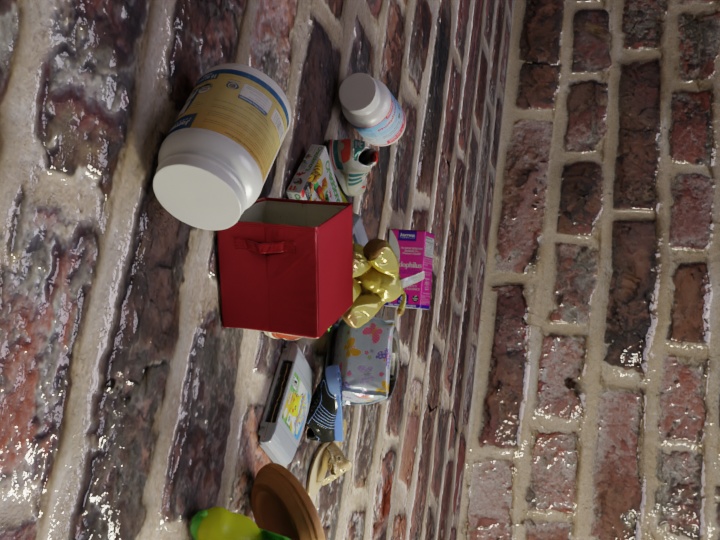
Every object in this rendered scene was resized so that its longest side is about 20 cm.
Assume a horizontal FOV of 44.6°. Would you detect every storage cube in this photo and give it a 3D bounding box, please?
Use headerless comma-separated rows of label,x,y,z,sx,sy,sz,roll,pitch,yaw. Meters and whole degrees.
storage cube,-0.117,-0.009,1.414,0.200,0.170,0.181,-44,136,-65

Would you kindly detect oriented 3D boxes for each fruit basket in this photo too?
fruit basket,-0.179,0.453,1.354,0.216,0.215,0.156,46,53,-67

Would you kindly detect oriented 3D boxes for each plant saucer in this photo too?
plant saucer,-0.129,0.425,1.483,0.037,0.200,0.201,-19,116,-35

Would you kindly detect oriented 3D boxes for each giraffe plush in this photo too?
giraffe plush,0.000,0.000,1.732,0.199,0.162,0.173,-4,113,-34

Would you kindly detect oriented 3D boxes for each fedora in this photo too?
fedora,0.033,0.218,2.054,0.200,0.090,0.178,70,30,-64

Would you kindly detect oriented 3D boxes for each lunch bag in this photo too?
lunch bag,-0.009,0.194,1.858,0.200,0.127,0.170,131,-34,-73

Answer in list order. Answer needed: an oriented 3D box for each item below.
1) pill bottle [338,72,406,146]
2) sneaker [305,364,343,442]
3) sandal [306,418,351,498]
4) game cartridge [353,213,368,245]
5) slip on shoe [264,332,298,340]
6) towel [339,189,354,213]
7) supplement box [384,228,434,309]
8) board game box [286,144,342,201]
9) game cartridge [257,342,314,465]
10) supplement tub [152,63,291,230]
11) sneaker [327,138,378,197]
pill bottle,0.023,-0.345,1.875,0.200,0.108,0.109,30,65,-70
sneaker,-0.073,0.265,1.719,0.070,0.077,0.201,-92,-179,-53
sandal,-0.049,0.398,1.871,0.212,0.069,0.078,-64,151,-50
game cartridge,-0.032,-0.015,1.868,0.133,0.041,0.201,65,38,-49
slip on shoe,-0.116,0.094,1.618,0.200,0.061,0.074,5,87,-73
towel,-0.042,-0.118,1.869,0.200,0.018,0.086,56,40,-62
supplement box,0.127,-0.003,2.282,0.103,0.101,0.201,14,80,-71
board game box,-0.082,-0.126,1.700,0.200,0.034,0.127,72,34,-49
game cartridge,-0.134,0.252,1.637,0.134,0.040,0.201,73,27,-56
supplement tub,-0.188,-0.169,1.200,0.145,0.144,0.201,73,27,-47
sneaker,-0.002,-0.213,1.838,0.200,0.093,0.071,54,35,-62
